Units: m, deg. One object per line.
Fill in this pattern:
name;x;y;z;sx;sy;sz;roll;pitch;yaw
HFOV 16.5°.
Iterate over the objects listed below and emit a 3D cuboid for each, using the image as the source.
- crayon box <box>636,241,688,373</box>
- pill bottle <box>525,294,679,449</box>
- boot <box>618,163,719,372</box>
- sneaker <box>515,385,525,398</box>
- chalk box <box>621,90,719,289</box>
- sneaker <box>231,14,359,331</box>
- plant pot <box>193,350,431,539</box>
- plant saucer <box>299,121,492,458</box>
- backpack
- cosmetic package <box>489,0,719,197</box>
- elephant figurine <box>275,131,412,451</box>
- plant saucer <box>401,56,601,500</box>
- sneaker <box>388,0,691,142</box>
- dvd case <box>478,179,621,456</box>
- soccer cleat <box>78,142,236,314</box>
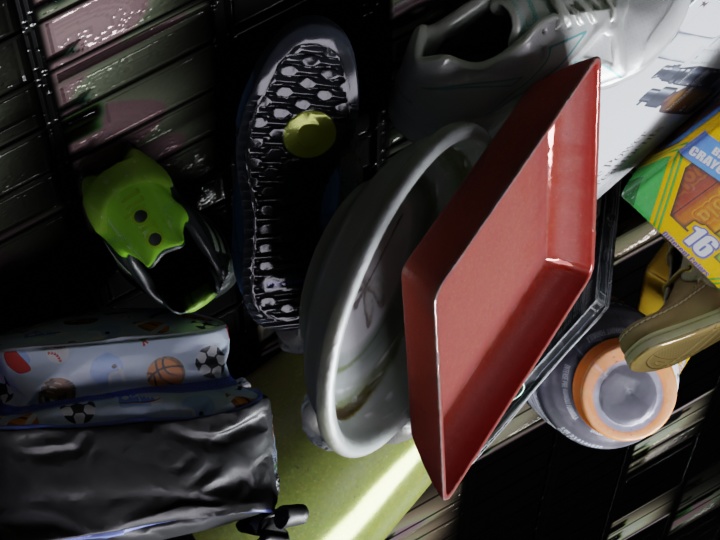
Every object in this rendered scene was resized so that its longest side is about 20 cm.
crayon box;0.264;-0.016;1.862;0.200;0.052;0.126;-54;166;-19
pill bottle;0.170;0.070;1.823;0.106;0.106;0.200;-31;-167;-4
boot;0.222;-0.027;1.729;0.200;0.155;0.072;-27;171;-35
sneaker;0.072;0.056;1.756;0.074;0.118;0.200;-36;161;6
chalk box;0.294;-0.087;1.627;0.200;0.125;0.124;-41;-171;46
sneaker;-0.042;-0.064;1.396;0.066;0.078;0.200;-1;126;-9
plant pot;-0.044;0.141;1.715;0.184;0.200;0.200;-42;160;-7
plant saucer;0.013;0.005;1.399;0.200;0.050;0.200;-51;155;-37
backpack;-0.150;0.098;1.446;0.200;0.154;0.191;-1;176;-17
cosmetic package;0.171;-0.125;1.591;0.200;0.052;0.151;-43;156;26
elephant figurine;0.000;0.000;1.544;0.155;0.200;0.142;-17;-171;38
plant saucer;0.078;0.001;1.437;0.200;0.037;0.200;-55;156;-32
sneaker;0.110;-0.138;1.443;0.200;0.070;0.080;-27;155;-14
dvd case;0.126;0.036;1.787;0.016;0.149;0.200;27;130;-14
soccer cleat;-0.105;-0.005;1.414;0.068;0.081;0.200;-33;160;2
